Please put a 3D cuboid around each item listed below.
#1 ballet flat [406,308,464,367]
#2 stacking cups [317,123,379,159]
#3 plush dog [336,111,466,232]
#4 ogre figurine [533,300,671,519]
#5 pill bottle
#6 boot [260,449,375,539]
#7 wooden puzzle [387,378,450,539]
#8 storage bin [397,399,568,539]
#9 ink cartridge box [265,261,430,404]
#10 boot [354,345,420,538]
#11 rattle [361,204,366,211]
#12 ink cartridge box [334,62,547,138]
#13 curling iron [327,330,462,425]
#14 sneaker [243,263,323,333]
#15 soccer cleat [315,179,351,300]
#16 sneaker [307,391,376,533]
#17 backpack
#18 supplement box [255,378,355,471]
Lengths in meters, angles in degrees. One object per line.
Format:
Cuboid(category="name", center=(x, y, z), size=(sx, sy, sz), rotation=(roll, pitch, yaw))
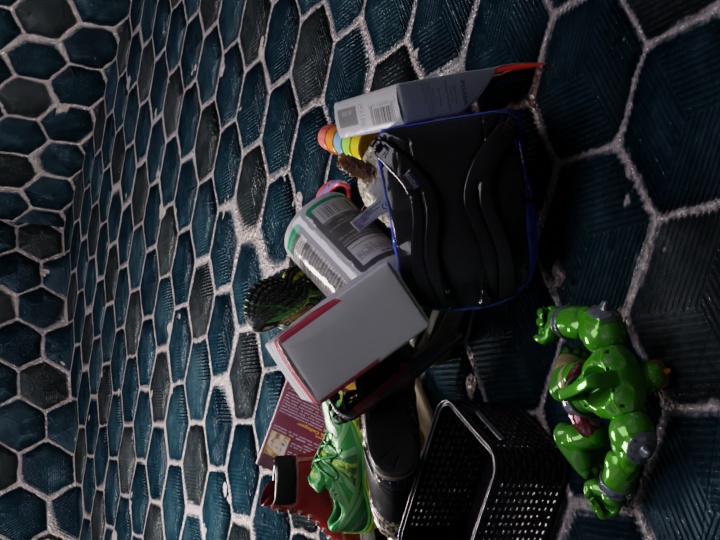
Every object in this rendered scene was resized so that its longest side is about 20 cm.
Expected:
Cuboid(category="ballet flat", center=(0.100, 0.028, 1.275), size=(0.067, 0.062, 0.202), rotation=(46, 125, 57))
Cuboid(category="stacking cups", center=(-0.015, -0.186, 1.572), size=(0.200, 0.060, 0.061), rotation=(-160, 77, -66))
Cuboid(category="plush dog", center=(0.049, -0.124, 1.351), size=(0.172, 0.159, 0.202), rotation=(-89, 10, -78))
Cuboid(category="ogre figurine", center=(0.219, 0.116, 0.971), size=(0.120, 0.097, 0.202), rotation=(124, 156, -64))
Cuboid(category="pill bottle", center=(0.000, 0.000, 1.370), size=(0.200, 0.113, 0.114), rotation=(47, 130, 28))
Cuboid(category="boot", center=(-0.056, 0.329, 1.403), size=(0.072, 0.143, 0.202), rotation=(-137, 38, -72))
Cuboid(category="wooden puzzle", center=(0.043, 0.227, 1.380), size=(0.186, 0.037, 0.200), rotation=(-69, 29, 28))
Cuboid(category="storage bin", center=(0.127, 0.252, 1.134), size=(0.135, 0.093, 0.202), rotation=(46, 126, 58))
Cuboid(category="ink cartridge box", center=(-0.021, 0.071, 1.163), size=(0.086, 0.147, 0.200), rotation=(55, 169, -2))
Cuboid(category="boot", center=(0.033, 0.200, 1.268), size=(0.205, 0.073, 0.155), rotation=(-94, 1, -47))
Cuboid(category="rattle", center=(-0.034, -0.009, 1.486), size=(0.130, 0.141, 0.202), rotation=(135, 131, -79))
Cuboid(category="ink cartridge box", center=(0.091, -0.193, 1.205), size=(0.160, 0.199, 0.048), rotation=(0, 101, 64))
Cuboid(category="curling iron", center=(0.042, 0.117, 1.222), size=(0.050, 0.199, 0.026), rotation=(42, 149, 34))
Cuboid(category="sneaker", center=(-0.101, 0.055, 1.492), size=(0.077, 0.200, 0.086), rotation=(17, 109, 20))
Cuboid(category="soccer cleat", center=(-0.047, -0.038, 1.594), size=(0.076, 0.066, 0.202), rotation=(161, 117, -73))
Cuboid(category="sneaker", center=(-0.027, 0.239, 1.322), size=(0.074, 0.083, 0.202), rotation=(-144, 43, -77))
Cuboid(category="backpack", center=(0.118, -0.063, 1.139), size=(0.168, 0.161, 0.202), rotation=(-24, -75, -71))
Cuboid(category="supplement box", center=(-0.061, 0.200, 1.491), size=(0.086, 0.110, 0.201), rotation=(-60, -8, -61))
